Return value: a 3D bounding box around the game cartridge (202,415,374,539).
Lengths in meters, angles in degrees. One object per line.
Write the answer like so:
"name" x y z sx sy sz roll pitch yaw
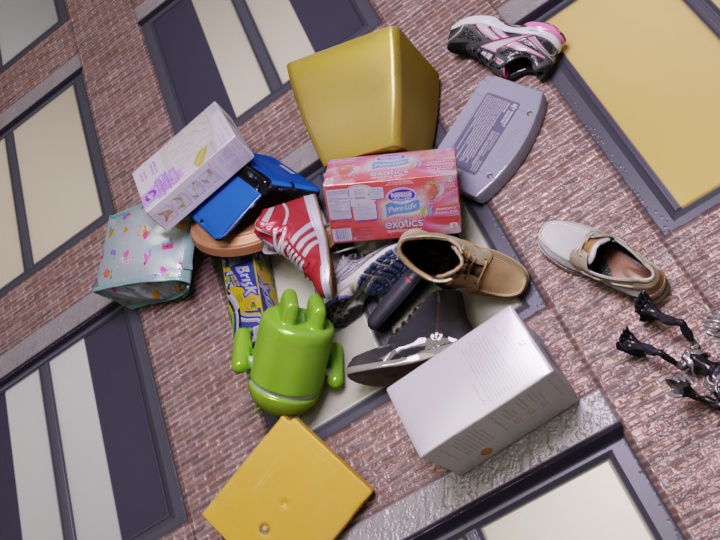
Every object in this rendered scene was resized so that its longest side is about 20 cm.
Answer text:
"game cartridge" -0.106 0.339 1.165 0.176 0.032 0.200 40 88 15

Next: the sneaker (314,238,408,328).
"sneaker" 0.000 0.000 1.262 0.199 0.077 0.086 -37 46 14

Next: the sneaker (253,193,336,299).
"sneaker" -0.103 -0.029 1.244 0.111 0.072 0.201 -12 51 -4

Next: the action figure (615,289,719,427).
"action figure" 0.412 0.109 0.971 0.199 0.102 0.119 31 91 37

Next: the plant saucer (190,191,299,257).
"plant saucer" -0.198 -0.093 1.380 0.198 0.033 0.201 -8 35 5

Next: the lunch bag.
"lunch bag" -0.373 -0.033 1.459 0.199 0.122 0.172 -12 62 30

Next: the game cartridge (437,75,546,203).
"game cartridge" 0.205 -0.208 1.270 0.133 0.041 0.201 30 85 39

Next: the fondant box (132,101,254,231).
"fondant box" -0.291 -0.181 1.374 0.200 0.058 0.145 -41 41 5

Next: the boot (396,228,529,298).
"boot" 0.144 -0.006 1.105 0.199 0.155 0.073 22 94 3

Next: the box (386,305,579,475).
"box" 0.163 0.164 1.052 0.199 0.152 0.107 -35 57 10

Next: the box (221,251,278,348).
"box" -0.182 0.046 1.346 0.064 0.070 0.201 -23 59 17

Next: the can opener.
"can opener" 0.084 0.018 1.216 0.200 0.063 0.079 -42 55 5

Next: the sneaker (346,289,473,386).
"sneaker" 0.071 0.102 1.187 0.198 0.075 0.107 -15 57 12

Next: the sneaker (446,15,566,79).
"sneaker" 0.226 -0.357 1.299 0.199 0.080 0.087 12 76 33

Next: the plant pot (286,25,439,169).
"plant pot" 0.016 -0.249 1.306 0.199 0.200 0.178 -12 75 24

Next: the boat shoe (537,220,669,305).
"boat shoe" 0.328 -0.024 1.097 0.199 0.068 0.075 29 83 35

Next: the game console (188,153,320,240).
"game console" -0.196 -0.129 1.385 0.200 0.170 0.119 38 115 48

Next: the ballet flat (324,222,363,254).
"ballet flat" 0.004 -0.078 1.316 0.199 0.069 0.063 -30 85 17

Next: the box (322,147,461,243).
"box" 0.050 -0.115 1.205 0.198 0.103 0.095 -5 33 8

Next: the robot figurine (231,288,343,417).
"robot figurine" -0.107 0.133 1.214 0.116 0.174 0.202 -120 42 -67
